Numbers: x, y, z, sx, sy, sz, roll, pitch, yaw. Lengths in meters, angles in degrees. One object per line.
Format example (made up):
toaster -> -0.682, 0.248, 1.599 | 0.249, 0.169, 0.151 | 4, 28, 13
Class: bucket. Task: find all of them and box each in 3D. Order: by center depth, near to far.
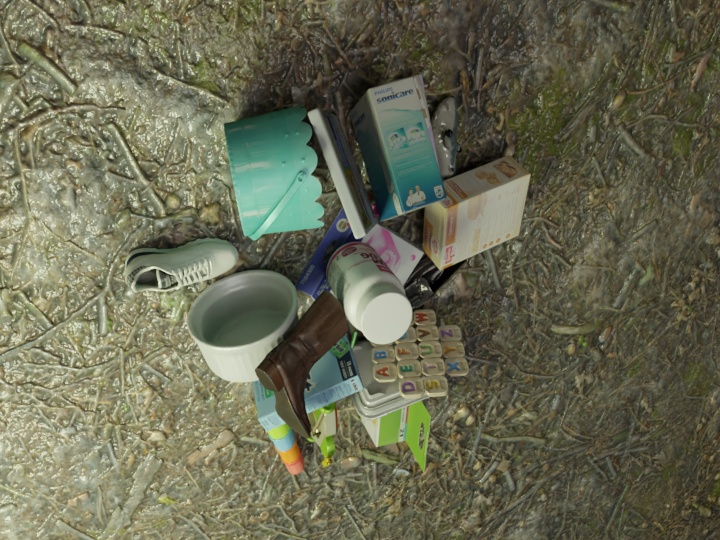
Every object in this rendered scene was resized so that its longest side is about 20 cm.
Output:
bucket -> -0.140, -0.155, 1.034 | 0.130, 0.208, 0.213 | -11, 119, -8

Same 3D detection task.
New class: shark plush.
shark plush -> 0.175, -0.219, 1.215 | 0.083, 0.089, 0.204 | -45, 123, -33

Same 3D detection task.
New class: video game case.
video game case -> -0.025, -0.160, 1.051 | 0.021, 0.182, 0.205 | -20, 96, 10

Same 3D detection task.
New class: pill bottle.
pill bottle -> 0.015, 0.038, 1.143 | 0.110, 0.201, 0.117 | -8, 117, -16

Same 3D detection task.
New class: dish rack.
dish rack -> 0.061, 0.194, 1.302 | 0.194, 0.174, 0.044 | -17, 140, -15

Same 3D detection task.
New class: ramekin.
ramekin -> -0.198, 0.100, 1.136 | 0.195, 0.202, 0.100 | -19, 128, -12

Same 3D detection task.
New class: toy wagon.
toy wagon -> -0.081, 0.284, 1.268 | 0.038, 0.204, 0.157 | -8, 149, -22

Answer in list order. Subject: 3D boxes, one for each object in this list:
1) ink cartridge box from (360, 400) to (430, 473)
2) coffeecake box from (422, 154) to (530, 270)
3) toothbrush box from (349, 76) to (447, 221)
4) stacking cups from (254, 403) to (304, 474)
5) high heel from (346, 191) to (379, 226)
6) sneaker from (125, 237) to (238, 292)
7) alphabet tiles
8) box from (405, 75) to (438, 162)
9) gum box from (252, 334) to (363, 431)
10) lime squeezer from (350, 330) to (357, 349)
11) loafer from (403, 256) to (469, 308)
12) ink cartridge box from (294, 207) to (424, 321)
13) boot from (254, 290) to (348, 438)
ink cartridge box -> 0.070, 0.305, 1.343 | 0.073, 0.201, 0.152 | -5, 117, -19
coffeecake box -> 0.221, -0.112, 1.246 | 0.195, 0.073, 0.156 | -23, 138, -19
toothbrush box -> 0.059, -0.198, 1.083 | 0.083, 0.146, 0.206 | -18, 92, -13
stacking cups -> -0.163, 0.348, 1.358 | 0.059, 0.061, 0.204 | -24, 126, -10
high heel -> 0.064, -0.117, 1.208 | 0.199, 0.067, 0.098 | -40, 115, -22
sneaker -> -0.304, -0.001, 1.108 | 0.194, 0.081, 0.079 | -13, 118, -19
alphabet tiles -> 0.117, 0.163, 1.291 | 0.189, 0.204, 0.015 | -3, 139, -3
box -> 0.107, -0.239, 1.142 | 0.037, 0.041, 0.207 | -12, 95, -7
gum box -> -0.107, 0.183, 1.206 | 0.195, 0.172, 0.045 | -23, 133, 2
lime squeezer -> -0.041, 0.212, 1.284 | 0.037, 0.071, 0.203 | 24, 129, -3
loafer -> 0.142, 0.016, 1.314 | 0.200, 0.063, 0.072 | -45, 125, 3
ink cartridge box -> 0.000, 0.000, 1.260 | 0.197, 0.043, 0.199 | 26, 103, -32
boot -> -0.075, 0.160, 1.107 | 0.201, 0.063, 0.190 | -49, 134, -33
